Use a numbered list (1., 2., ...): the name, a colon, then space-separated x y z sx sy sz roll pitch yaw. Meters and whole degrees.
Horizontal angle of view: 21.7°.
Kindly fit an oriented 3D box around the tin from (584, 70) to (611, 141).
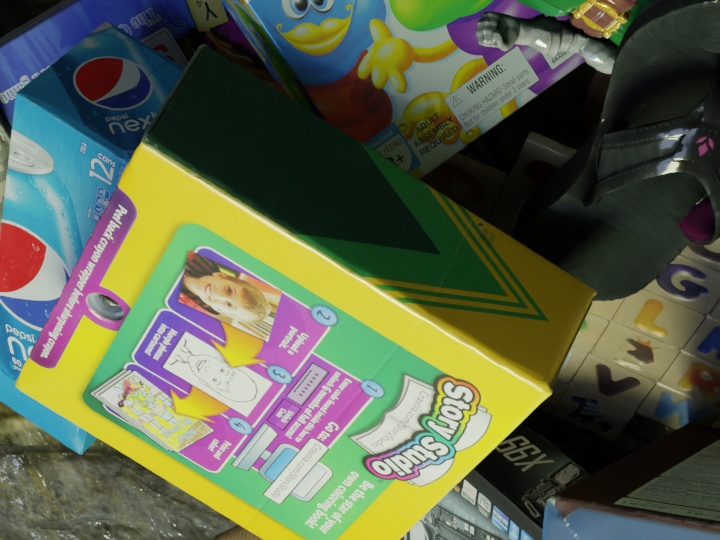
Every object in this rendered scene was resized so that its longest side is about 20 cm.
1. tin: 0.179 -0.035 0.738 0.199 0.042 0.112 26 143 24

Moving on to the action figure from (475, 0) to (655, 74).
1. action figure: 0.067 -0.109 0.649 0.199 0.055 0.118 27 148 -15

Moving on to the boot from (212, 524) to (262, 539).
1. boot: 0.021 0.197 1.081 0.143 0.071 0.201 -21 123 35

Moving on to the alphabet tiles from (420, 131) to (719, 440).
1. alphabet tiles: 0.093 0.014 0.806 0.166 0.006 0.200 24 150 2

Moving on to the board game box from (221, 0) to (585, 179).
1. board game box: -0.014 -0.141 0.733 0.201 0.105 0.103 55 178 -13

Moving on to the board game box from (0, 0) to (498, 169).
1. board game box: -0.054 -0.060 0.882 0.199 0.041 0.200 -24 108 33

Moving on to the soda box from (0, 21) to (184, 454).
1. soda box: -0.123 -0.010 0.863 0.064 0.068 0.201 31 137 13

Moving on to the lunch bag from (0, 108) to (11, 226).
1. lunch bag: -0.232 -0.061 0.982 0.164 0.117 0.201 -117 19 -44

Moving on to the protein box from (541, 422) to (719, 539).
1. protein box: 0.158 0.179 0.746 0.134 0.200 0.200 8 97 24

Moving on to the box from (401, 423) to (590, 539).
1. box: 0.044 0.136 0.903 0.200 0.050 0.159 38 133 48

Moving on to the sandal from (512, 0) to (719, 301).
1. sandal: 0.109 -0.030 0.667 0.075 0.048 0.201 17 150 -6

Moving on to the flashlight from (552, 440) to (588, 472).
1. flashlight: 0.085 0.174 0.999 0.067 0.068 0.201 0 139 -4

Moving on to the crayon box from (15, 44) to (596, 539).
1. crayon box: -0.030 0.028 0.746 0.172 0.058 0.200 31 143 -5
